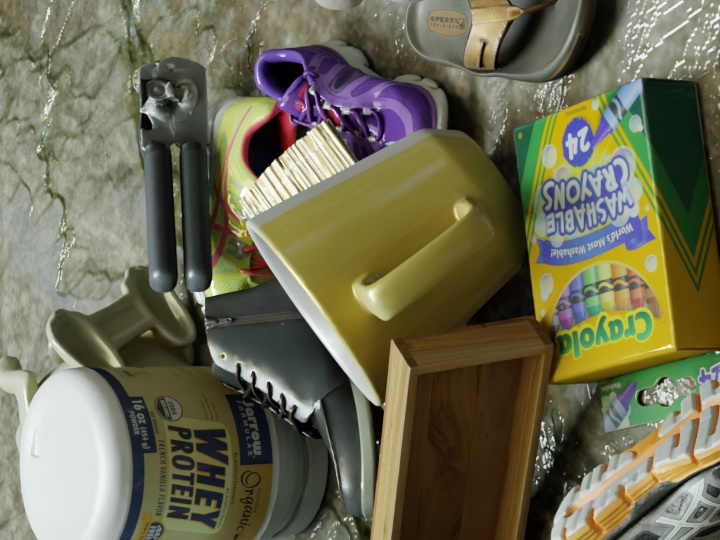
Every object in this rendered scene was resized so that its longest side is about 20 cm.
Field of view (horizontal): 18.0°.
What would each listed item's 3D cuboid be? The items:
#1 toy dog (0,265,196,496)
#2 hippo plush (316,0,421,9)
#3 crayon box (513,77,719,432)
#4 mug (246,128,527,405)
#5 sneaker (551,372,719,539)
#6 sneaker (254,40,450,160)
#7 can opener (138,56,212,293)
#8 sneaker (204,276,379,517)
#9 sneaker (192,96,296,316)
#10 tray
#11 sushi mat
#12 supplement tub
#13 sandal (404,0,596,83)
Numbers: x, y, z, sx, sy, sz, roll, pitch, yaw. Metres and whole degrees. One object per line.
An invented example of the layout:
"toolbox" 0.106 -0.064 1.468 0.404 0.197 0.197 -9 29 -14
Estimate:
"toy dog" -0.210 0.122 1.874 0.194 0.140 0.200 43 131 0
"hippo plush" -0.004 -0.288 1.538 0.200 0.159 0.162 38 132 37
"crayon box" 0.163 -0.006 1.412 0.125 0.051 0.201 -20 74 52
"mug" 0.036 -0.006 1.487 0.187 0.153 0.150 47 170 49
"sneaker" 0.206 0.123 1.340 0.077 0.078 0.200 44 124 -11
"sneaker" -0.010 -0.111 1.624 0.200 0.083 0.081 29 113 49
"can opener" -0.141 -0.070 1.731 0.067 0.053 0.201 105 162 -64
"sneaker" -0.048 0.096 1.638 0.075 0.106 0.201 80 176 -59
"sneaker" -0.078 -0.040 1.722 0.090 0.078 0.201 -11 80 51
"tray" 0.062 0.126 1.461 0.037 0.098 0.201 -123 31 -50
"sushi mat" 0.000 0.000 1.591 0.096 0.012 0.200 -40 79 29
"supplement tub" -0.138 0.143 1.695 0.144 0.199 0.145 -1 89 54
"sandal" 0.084 -0.170 1.519 0.200 0.054 0.082 13 100 53
